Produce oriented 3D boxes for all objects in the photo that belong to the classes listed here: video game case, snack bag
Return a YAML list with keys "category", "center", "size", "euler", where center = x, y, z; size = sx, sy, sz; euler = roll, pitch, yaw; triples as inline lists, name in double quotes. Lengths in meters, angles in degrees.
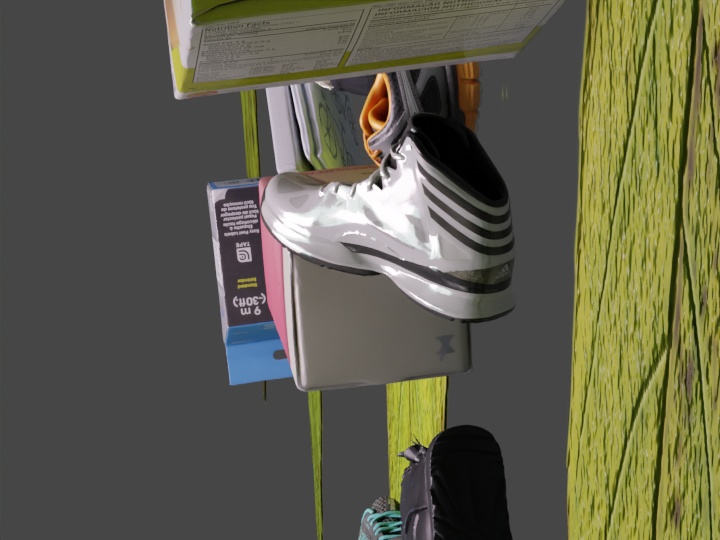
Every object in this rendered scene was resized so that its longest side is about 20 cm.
- category: "video game case"
  center: [-0.049, -0.128, 1.958]
  size: [0.182, 0.022, 0.201]
  euler: [57, -160, -57]
- category: "snack bag"
  center: [-0.031, -0.144, 1.956]
  size: [0.189, 0.021, 0.201]
  euler: [56, -158, -61]

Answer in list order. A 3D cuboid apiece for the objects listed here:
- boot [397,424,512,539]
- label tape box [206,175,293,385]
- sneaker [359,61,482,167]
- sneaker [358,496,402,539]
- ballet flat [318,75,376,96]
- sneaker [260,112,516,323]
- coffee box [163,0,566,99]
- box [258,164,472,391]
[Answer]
- category: "boot"
  center: [0.063, 0.204, 1.507]
  size: [0.163, 0.073, 0.200]
  euler: [115, 154, -74]
- category: "label tape box"
  center: [-0.065, 0.009, 2.108]
  size: [0.063, 0.143, 0.201]
  euler: [-142, 45, -78]
- category: "sneaker"
  center: [0.038, -0.082, 1.419]
  size: [0.078, 0.077, 0.201]
  euler: [-110, 14, -58]
- category: "sneaker"
  center: [0.023, 0.240, 1.902]
  size: [0.200, 0.077, 0.092]
  euler: [113, 154, -74]
- category: "ballet flat"
  center: [-0.017, -0.181, 1.825]
  size: [0.200, 0.073, 0.074]
  euler: [-123, 27, -76]
- category: "sneaker"
  center: [0.021, -0.054, 1.365]
  size: [0.200, 0.075, 0.116]
  euler: [23, 121, 36]
- category: "coffee box"
  center: [-0.009, -0.214, 1.144]
  size: [0.198, 0.199, 0.201]
  euler: [135, 127, -81]
- category: "box"
  center: [0.000, 0.000, 1.599]
  size: [0.200, 0.127, 0.110]
  euler: [-119, 24, -72]
